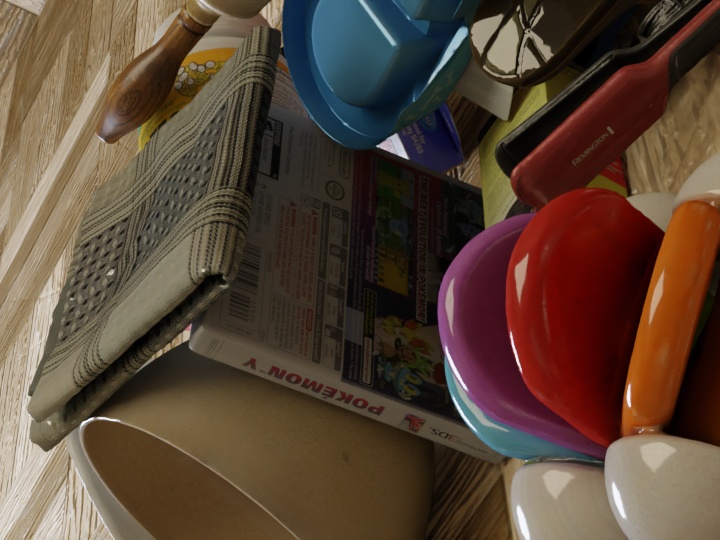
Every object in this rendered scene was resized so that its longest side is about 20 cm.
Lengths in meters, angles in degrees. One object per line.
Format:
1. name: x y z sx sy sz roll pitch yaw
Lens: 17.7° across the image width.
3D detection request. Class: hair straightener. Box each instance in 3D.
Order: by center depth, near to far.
1. hair straightener: 0.142 -0.116 1.154 0.200 0.041 0.077 -48 25 9

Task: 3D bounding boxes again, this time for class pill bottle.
1. pill bottle: -0.086 -0.077 1.483 0.113 0.112 0.201 -53 32 38

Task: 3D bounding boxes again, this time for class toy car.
1. toy car: 0.106 0.031 0.959 0.200 0.149 0.176 -28 43 64

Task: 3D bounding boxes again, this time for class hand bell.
1. hand bell: -0.105 -0.148 1.410 0.200 0.104 0.104 -48 25 30

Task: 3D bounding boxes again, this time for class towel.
1. towel: -0.116 -0.019 1.249 0.200 0.034 0.193 -42 29 40

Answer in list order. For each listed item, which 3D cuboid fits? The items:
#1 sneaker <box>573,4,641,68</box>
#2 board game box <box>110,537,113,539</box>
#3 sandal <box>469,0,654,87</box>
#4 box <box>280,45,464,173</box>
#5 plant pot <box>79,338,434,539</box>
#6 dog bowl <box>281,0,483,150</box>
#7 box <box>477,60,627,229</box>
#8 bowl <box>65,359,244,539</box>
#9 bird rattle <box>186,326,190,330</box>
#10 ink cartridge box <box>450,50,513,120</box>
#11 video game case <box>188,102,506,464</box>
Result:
1. sneaker: 0.116 -0.162 1.295 0.200 0.078 0.070 -54 22 37
2. board game box: -0.156 0.260 1.621 0.166 0.056 0.200 -64 17 14
3. sandal: 0.144 -0.164 1.195 0.200 0.055 0.082 -46 54 4
4. box: 0.001 -0.107 1.520 0.041 0.119 0.200 -28 5 -18
5. plant pot: -0.037 0.098 1.278 0.135 0.200 0.200 -52 11 -22
6. dog bowl: 0.024 -0.155 1.259 0.112 0.049 0.200 54 140 23
7. box: 0.103 -0.031 1.220 0.075 0.050 0.200 -56 20 31
8. bowl: -0.093 0.129 1.435 0.090 0.201 0.201 -33 25 9
9. bird rattle: -0.065 -0.020 1.683 0.163 0.112 0.200 -54 -14 -29
10. ink cartridge box: 0.057 -0.208 1.274 0.162 0.057 0.201 36 135 40
11. video game case: 0.000 0.000 1.263 0.023 0.182 0.201 -56 20 37
